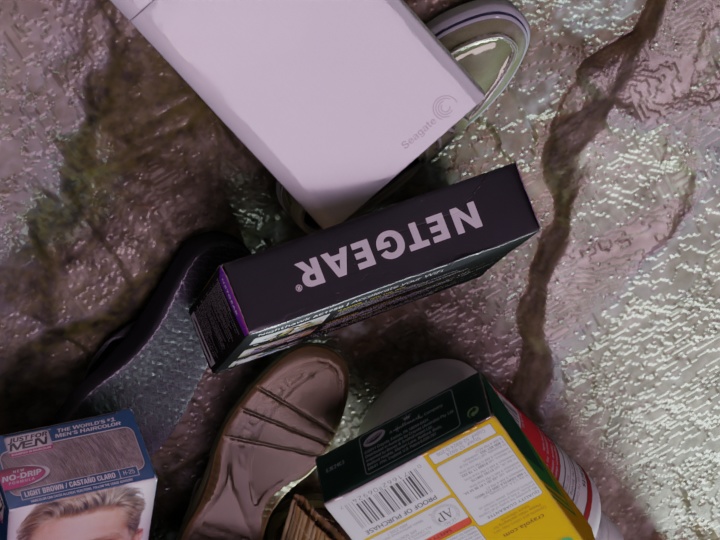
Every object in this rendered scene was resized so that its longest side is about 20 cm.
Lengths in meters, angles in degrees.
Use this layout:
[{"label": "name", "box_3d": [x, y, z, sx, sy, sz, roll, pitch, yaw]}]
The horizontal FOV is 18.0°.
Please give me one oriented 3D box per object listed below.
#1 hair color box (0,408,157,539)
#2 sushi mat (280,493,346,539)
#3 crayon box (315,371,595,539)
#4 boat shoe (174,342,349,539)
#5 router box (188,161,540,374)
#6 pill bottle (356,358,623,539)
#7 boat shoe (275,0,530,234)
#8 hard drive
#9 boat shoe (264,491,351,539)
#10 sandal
[{"label": "hair color box", "box_3d": [-0.197, 0.180, 1.508, 0.100, 0.061, 0.200, -11, 144, -19]}, {"label": "sushi mat", "box_3d": [-0.033, 0.246, 1.585, 0.012, 0.096, 0.200, -30, 151, -36]}, {"label": "crayon box", "box_3d": [0.074, 0.172, 1.500, 0.126, 0.052, 0.200, -28, 124, 11]}, {"label": "boat shoe", "box_3d": [-0.072, 0.132, 1.571, 0.073, 0.063, 0.201, 22, 106, -13]}, {"label": "router box", "box_3d": [0.000, 0.000, 1.437, 0.200, 0.149, 0.051, -20, 83, -16]}, {"label": "pill bottle", "box_3d": [0.096, 0.159, 1.597, 0.112, 0.112, 0.200, -41, 123, 10]}, {"label": "boat shoe", "box_3d": [0.033, -0.092, 1.455, 0.200, 0.062, 0.072, -41, 123, 10]}, {"label": "hard drive", "box_3d": [-0.038, -0.138, 1.391, 0.132, 0.027, 0.200, -41, 104, 10]}, {"label": "boat shoe", "box_3d": [-0.025, 0.256, 1.645, 0.072, 0.068, 0.200, -15, 123, -7]}, {"label": "sandal", "box_3d": [-0.140, 0.059, 1.515, 0.076, 0.043, 0.200, 35, 96, -38]}]
